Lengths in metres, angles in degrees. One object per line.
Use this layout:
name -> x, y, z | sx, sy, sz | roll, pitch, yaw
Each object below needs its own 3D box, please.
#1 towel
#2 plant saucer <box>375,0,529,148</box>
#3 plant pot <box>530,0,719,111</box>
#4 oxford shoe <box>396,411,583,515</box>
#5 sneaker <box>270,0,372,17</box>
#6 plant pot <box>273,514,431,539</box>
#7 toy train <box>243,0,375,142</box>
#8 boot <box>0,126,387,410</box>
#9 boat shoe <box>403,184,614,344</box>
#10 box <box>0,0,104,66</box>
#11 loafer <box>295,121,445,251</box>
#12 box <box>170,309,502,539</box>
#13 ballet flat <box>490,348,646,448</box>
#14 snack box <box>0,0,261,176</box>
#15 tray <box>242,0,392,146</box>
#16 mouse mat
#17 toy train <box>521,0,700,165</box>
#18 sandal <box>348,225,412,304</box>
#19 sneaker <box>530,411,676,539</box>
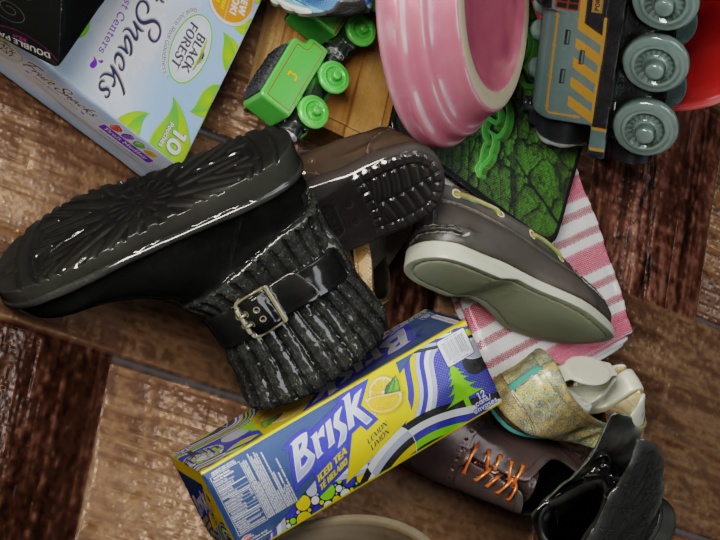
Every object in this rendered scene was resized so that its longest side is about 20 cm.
towel -> 0.111, -0.015, 1.639 | 0.146, 0.030, 0.200 | -23, 96, -38
plant saucer -> 0.067, -0.182, 1.517 | 0.200, 0.051, 0.201 | 1, 90, -69
plant pot -> 0.238, -0.244, 1.663 | 0.201, 0.200, 0.177 | 55, 38, -19
oxford shoe -> 0.085, 0.124, 1.559 | 0.200, 0.073, 0.071 | 18, 100, -35
sneaker -> -0.040, -0.248, 1.461 | 0.078, 0.090, 0.200 | -9, 61, -23
plant pot -> -0.008, 0.283, 1.422 | 0.200, 0.200, 0.174 | -47, 129, -32
toy train -> -0.015, -0.171, 1.505 | 0.056, 0.042, 0.200 | 37, 63, -17
boot -> -0.101, 0.020, 1.396 | 0.211, 0.079, 0.158 | -21, 121, 5
boat shoe -> 0.108, -0.002, 1.563 | 0.201, 0.072, 0.061 | 26, 59, -44
box -> -0.221, -0.239, 1.274 | 0.200, 0.149, 0.124 | 28, 62, 6
loafer -> -0.046, -0.038, 1.463 | 0.200, 0.071, 0.073 | -17, 121, -6
box -> -0.014, 0.101, 1.458 | 0.200, 0.070, 0.064 | -29, 105, -16
ballet flat -> 0.162, 0.091, 1.600 | 0.200, 0.071, 0.071 | 16, 74, -55
snack box -> -0.169, -0.173, 1.418 | 0.200, 0.053, 0.142 | 38, 64, -29
tray -> -0.011, -0.186, 1.556 | 0.099, 0.037, 0.200 | 23, 70, -34
mouse mat -> 0.104, -0.136, 1.634 | 0.161, 0.008, 0.200 | 34, 56, -25
toy train -> 0.173, -0.163, 1.573 | 0.085, 0.114, 0.200 | -70, 168, -49
sandal -> 0.000, 0.000, 1.513 | 0.200, 0.055, 0.082 | -48, 139, -31
sneaker -> 0.141, 0.191, 1.551 | 0.200, 0.060, 0.104 | -47, 139, 10
